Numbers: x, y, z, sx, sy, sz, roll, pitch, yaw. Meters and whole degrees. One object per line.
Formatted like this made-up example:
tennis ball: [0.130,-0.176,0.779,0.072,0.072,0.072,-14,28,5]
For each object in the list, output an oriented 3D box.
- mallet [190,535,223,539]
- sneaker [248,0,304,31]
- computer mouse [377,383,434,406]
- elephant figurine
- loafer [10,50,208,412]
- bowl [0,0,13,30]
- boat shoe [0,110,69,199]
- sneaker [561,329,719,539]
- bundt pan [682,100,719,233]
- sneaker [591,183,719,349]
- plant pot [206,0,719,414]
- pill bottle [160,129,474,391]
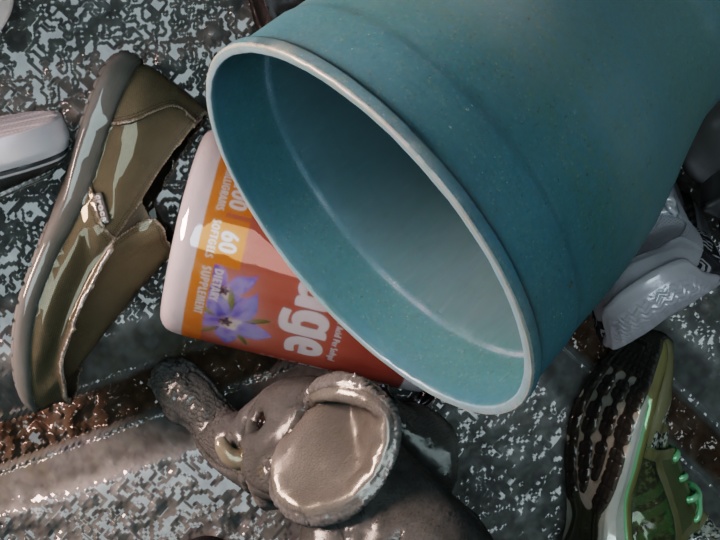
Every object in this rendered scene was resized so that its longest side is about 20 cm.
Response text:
mallet: [-0.064,0.247,0.907,0.041,0.066,0.202,-19,113,-2]
sneaker: [-0.020,-0.212,0.816,0.059,0.104,0.202,11,96,-7]
computer mouse: [0.022,0.118,0.897,0.058,0.034,0.203,14,95,-7]
elephant figurine: [-0.010,0.111,0.827,0.153,0.142,0.202,-11,72,-21]
loafer: [-0.135,-0.015,0.843,0.069,0.075,0.202,18,95,-4]
bowl: [-0.278,-0.160,0.769,0.199,0.201,0.091,-14,75,-4]
boat shoe: [-0.242,-0.027,0.840,0.198,0.072,0.072,-19,105,8]
sneaker: [0.168,0.133,0.904,0.087,0.077,0.203,3,102,-19]
bundt pan: [0.220,-0.056,0.824,0.075,0.202,0.203,-30,100,20]
sneaker: [0.130,-0.035,0.812,0.075,0.200,0.116,-34,94,16]
plant pot: [0.065,-0.072,0.708,0.188,0.200,0.201,-41,100,-20]
pill bottle: [0.000,0.000,0.834,0.197,0.112,0.114,13,96,-3]
